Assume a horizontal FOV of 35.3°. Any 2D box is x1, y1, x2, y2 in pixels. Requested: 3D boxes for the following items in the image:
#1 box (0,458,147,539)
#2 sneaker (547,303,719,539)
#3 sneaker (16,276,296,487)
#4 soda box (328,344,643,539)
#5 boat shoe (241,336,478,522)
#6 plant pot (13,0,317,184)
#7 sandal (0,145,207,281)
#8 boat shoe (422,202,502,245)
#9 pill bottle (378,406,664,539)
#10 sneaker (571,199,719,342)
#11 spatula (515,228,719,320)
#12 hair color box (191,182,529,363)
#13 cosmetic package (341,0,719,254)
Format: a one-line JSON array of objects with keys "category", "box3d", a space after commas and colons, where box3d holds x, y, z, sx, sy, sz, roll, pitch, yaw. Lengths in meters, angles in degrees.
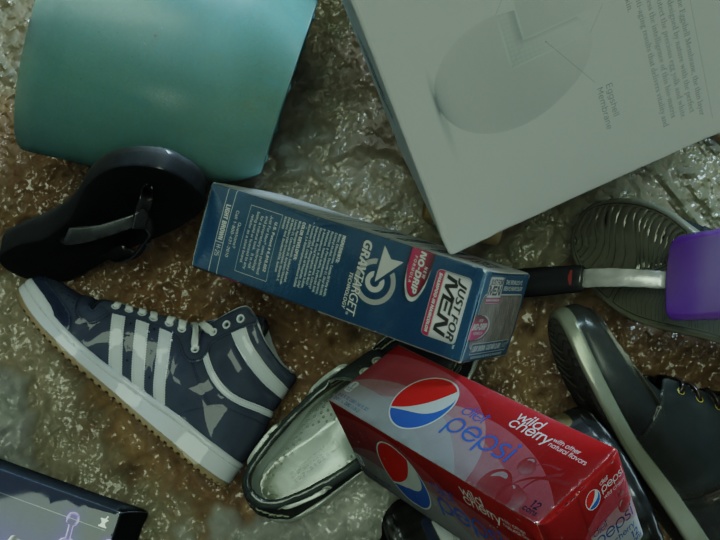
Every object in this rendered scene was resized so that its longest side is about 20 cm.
[{"category": "box", "box3d": [-0.265, 0.197, 0.762, 0.198, 0.079, 0.143, 17, 78, 7]}, {"category": "sneaker", "box3d": [0.210, 0.087, 0.746, 0.106, 0.075, 0.201, -35, 99, -4]}, {"category": "sneaker", "box3d": [-0.136, 0.045, 0.787, 0.199, 0.070, 0.109, 39, 86, 5]}, {"category": "soda box", "box3d": [0.067, 0.112, 0.659, 0.063, 0.199, 0.071, -36, 121, -22]}, {"category": "boat shoe", "box3d": [0.004, 0.098, 0.771, 0.200, 0.060, 0.076, -44, 75, -7]}, {"category": "plant pot", "box3d": [-0.121, -0.151, 0.769, 0.159, 0.201, 0.203, 19, 80, -7]}, {"category": "sandal", "box3d": [-0.172, -0.025, 0.764, 0.199, 0.076, 0.043, -27, 52, 40]}, {"category": "boat shoe", "box3d": [0.116, -0.110, 0.807, 0.069, 0.074, 0.202, 28, 86, 1]}, {"category": "pill bottle", "box3d": [0.083, 0.180, 0.726, 0.198, 0.112, 0.113, -27, 78, -2]}, {"category": "sneaker", "box3d": [0.242, 0.017, 0.770, 0.199, 0.106, 0.076, 30, 99, 37]}, {"category": "spatula", "box3d": [0.163, 0.005, 0.742, 0.198, 0.020, 0.057, -2, 77, 44]}, {"category": "hair color box", "box3d": [0.000, 0.000, 0.743, 0.198, 0.100, 0.061, 18, 96, 23]}, {"category": "cosmetic package", "box3d": [0.098, -0.154, 0.667, 0.198, 0.201, 0.123, -23, 36, 2]}]
